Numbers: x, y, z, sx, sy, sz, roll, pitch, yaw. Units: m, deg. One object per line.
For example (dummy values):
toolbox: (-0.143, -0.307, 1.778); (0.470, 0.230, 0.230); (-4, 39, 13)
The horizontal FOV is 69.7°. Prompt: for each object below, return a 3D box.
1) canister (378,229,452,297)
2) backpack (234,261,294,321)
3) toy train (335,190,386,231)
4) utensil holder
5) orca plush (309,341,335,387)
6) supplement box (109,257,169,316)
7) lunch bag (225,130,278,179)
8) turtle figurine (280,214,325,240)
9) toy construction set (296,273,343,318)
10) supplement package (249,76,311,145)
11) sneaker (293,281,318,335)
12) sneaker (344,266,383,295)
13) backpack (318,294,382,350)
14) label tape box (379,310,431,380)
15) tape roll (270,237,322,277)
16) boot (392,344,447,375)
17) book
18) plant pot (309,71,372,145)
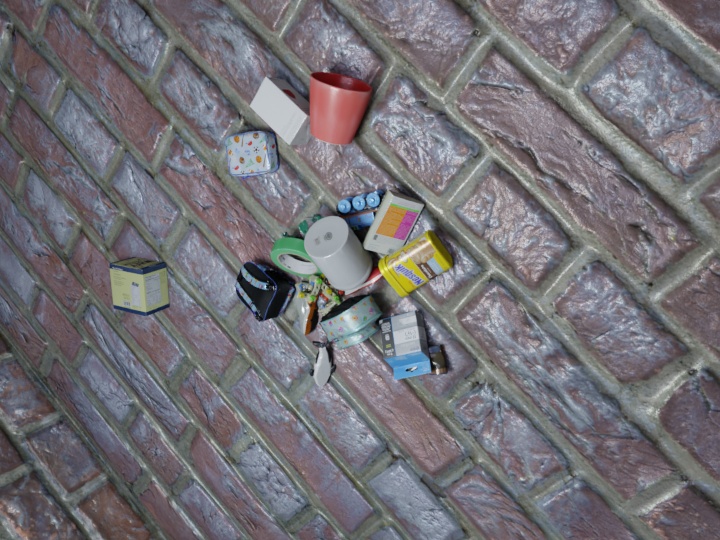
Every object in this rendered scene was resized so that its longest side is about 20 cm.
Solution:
canister: (0.179, -0.023, 1.664); (0.199, 0.087, 0.149); (-33, 109, 26)
backpack: (-0.369, 0.066, 1.936); (0.199, 0.134, 0.184); (38, 115, 26)
toy train: (0.012, -0.195, 1.716); (0.197, 0.087, 0.116); (-9, 103, 24)
utensil holder: (-0.071, -0.057, 1.685); (0.168, 0.200, 0.172); (-11, 56, 17)
orca plush: (-0.157, 0.337, 1.938); (0.071, 0.104, 0.202); (45, 153, 51)
supplement box: (-0.943, 0.065, 2.211); (0.197, 0.134, 0.203); (9, 107, 23)
lunch bag: (-0.393, -0.415, 1.861); (0.197, 0.075, 0.163); (0, 105, 25)
turtle figurine: (-0.188, -0.134, 1.802); (0.101, 0.149, 0.200); (54, 159, -5)
toy construction set: (-0.137, 0.089, 1.824); (0.092, 0.200, 0.132); (24, 71, 40)
supplement package: (-0.246, -0.533, 1.733); (0.200, 0.121, 0.120); (44, 117, 9)
sneaker: (-0.209, 0.137, 1.921); (0.091, 0.075, 0.203); (11, 100, 30)
sneaker: (0.000, 0.000, 1.776); (0.198, 0.078, 0.117); (-28, 91, 27)
backpack: (-0.022, 0.169, 1.750); (0.154, 0.175, 0.200); (58, 141, 6)
label tape box: (0.148, 0.251, 1.731); (0.142, 0.066, 0.203); (-18, 67, 28)
tape roll: (-0.214, -0.042, 1.809); (0.198, 0.201, 0.049); (4, 61, 25)
boot: (0.200, 0.307, 1.772); (0.197, 0.074, 0.099); (-7, 84, 24)
book: (0.106, -0.145, 1.665); (0.202, 0.132, 0.048); (-63, 33, 23)
plant pot: (-0.076, -0.507, 1.631); (0.198, 0.200, 0.179); (25, 123, 18)
